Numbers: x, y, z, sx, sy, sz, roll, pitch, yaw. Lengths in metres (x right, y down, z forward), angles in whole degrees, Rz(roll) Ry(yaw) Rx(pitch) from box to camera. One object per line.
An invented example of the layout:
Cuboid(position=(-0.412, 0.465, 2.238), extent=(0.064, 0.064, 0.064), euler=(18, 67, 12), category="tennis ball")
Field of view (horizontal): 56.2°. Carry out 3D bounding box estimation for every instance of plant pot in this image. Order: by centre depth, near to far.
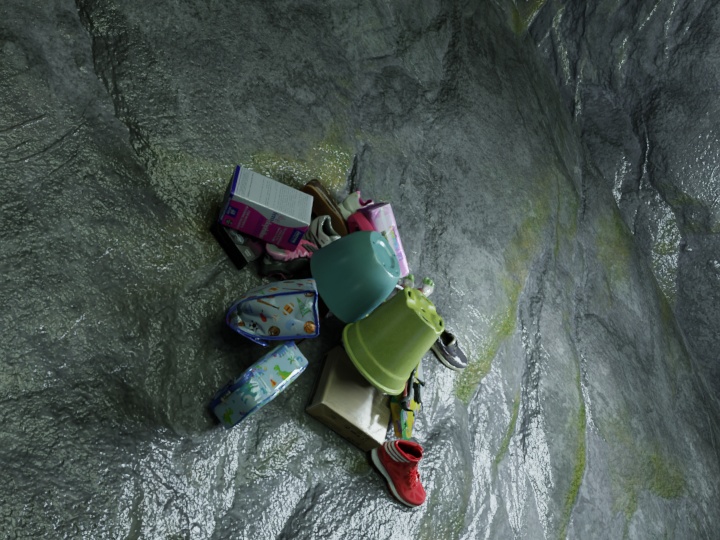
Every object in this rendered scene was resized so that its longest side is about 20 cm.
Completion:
Cuboid(position=(0.088, 0.145, 1.548), extent=(0.199, 0.184, 0.202), euler=(38, 21, -18), category="plant pot")
Cuboid(position=(0.000, 0.000, 1.621), extent=(0.200, 0.159, 0.203), euler=(44, 27, -29), category="plant pot")

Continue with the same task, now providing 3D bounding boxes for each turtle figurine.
Cuboid(position=(0.110, 0.057, 1.833), extent=(0.203, 0.143, 0.193), euler=(57, 44, -7), category="turtle figurine")

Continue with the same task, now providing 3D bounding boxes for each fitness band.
Cuboid(position=(0.017, -0.060, 1.783), extent=(0.037, 0.145, 0.202), euler=(-22, 57, -15), category="fitness band")

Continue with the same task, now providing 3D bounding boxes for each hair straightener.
Cuboid(position=(0.133, 0.270, 1.640), extent=(0.075, 0.041, 0.203), euler=(20, 41, -17), category="hair straightener")

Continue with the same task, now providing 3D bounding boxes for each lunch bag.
Cuboid(position=(-0.215, 0.239, 1.416), extent=(0.083, 0.160, 0.199), euler=(51, 41, 2), category="lunch bag")
Cuboid(position=(-0.190, 0.090, 1.471), extent=(0.194, 0.170, 0.128), euler=(-3, 96, -6), category="lunch bag")

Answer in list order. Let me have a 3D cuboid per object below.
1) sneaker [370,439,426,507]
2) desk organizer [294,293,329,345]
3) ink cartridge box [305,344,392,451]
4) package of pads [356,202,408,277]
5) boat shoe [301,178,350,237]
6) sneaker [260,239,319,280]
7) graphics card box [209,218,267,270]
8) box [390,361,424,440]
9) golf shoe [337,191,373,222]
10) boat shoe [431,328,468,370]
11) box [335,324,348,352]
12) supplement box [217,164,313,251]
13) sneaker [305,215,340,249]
Cuboid(position=(0.119, 0.486, 1.612), extent=(0.201, 0.114, 0.079), euler=(49, 43, -19), category="sneaker")
Cuboid(position=(-0.120, 0.086, 1.654), extent=(0.077, 0.071, 0.201), euler=(46, 44, -8), category="desk organizer")
Cuboid(position=(-0.019, 0.308, 1.620), extent=(0.199, 0.075, 0.167), euler=(38, 45, -20), category="ink cartridge box")
Cuboid(position=(0.060, -0.080, 1.819), extent=(0.074, 0.120, 0.205), euler=(-22, 103, -16), category="package of pads")
Cuboid(position=(-0.083, -0.156, 1.823), extent=(0.203, 0.069, 0.070), euler=(59, 29, -12), category="boat shoe")
Cuboid(position=(-0.167, -0.020, 1.665), extent=(0.197, 0.097, 0.079), euler=(4, 32, -46), category="sneaker")
Cuboid(position=(-0.259, -0.103, 1.645), extent=(0.127, 0.050, 0.199), euler=(54, 43, -4), category="graphics card box")
Cuboid(position=(0.118, 0.326, 1.699), extent=(0.201, 0.047, 0.120), euler=(-65, 152, -54), category="box")
Cuboid(position=(0.028, -0.140, 1.896), extent=(0.198, 0.092, 0.076), euler=(37, 16, -23), category="golf shoe")
Cuboid(position=(0.247, 0.211, 1.931), extent=(0.200, 0.064, 0.073), euler=(44, 43, -16), category="boat shoe")
Cuboid(position=(0.029, 0.186, 1.688), extent=(0.159, 0.046, 0.200), euler=(47, 20, 0), category="box")
Cuboid(position=(-0.220, -0.143, 1.575), extent=(0.195, 0.102, 0.105), euler=(20, 43, -18), category="supplement box")
Cuboid(position=(-0.081, -0.048, 1.756), extent=(0.073, 0.088, 0.205), euler=(-10, 76, -46), category="sneaker")
